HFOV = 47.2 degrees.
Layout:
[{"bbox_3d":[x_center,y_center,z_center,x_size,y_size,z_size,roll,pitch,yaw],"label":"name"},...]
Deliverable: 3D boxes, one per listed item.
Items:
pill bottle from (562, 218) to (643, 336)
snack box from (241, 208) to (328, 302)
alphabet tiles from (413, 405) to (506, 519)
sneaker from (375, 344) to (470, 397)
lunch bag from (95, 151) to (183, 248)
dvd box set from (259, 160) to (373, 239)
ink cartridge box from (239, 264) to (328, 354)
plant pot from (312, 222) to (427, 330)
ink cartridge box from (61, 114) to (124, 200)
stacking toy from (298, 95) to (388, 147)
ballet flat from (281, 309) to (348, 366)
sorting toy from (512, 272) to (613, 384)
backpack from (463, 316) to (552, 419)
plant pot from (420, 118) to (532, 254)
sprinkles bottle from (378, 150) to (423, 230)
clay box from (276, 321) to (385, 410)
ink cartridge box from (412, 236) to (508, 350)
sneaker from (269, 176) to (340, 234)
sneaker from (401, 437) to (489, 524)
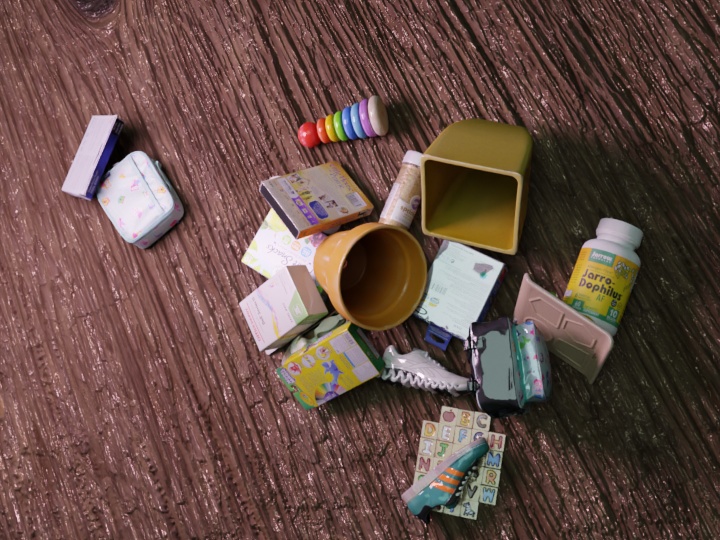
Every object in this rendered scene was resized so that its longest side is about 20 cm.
[{"bbox_3d":[0.453,0.012,1.533,0.112,0.113,0.202,21,85,20],"label":"pill bottle"},{"bbox_3d":[-0.136,-0.029,1.753,0.199,0.053,0.143,30,90,20],"label":"snack box"},{"bbox_3d":[0.191,0.371,1.596,0.165,0.006,0.202,7,81,19],"label":"alphabet tiles"},{"bbox_3d":[0.130,0.197,1.620,0.198,0.075,0.082,10,73,18],"label":"sneaker"},{"bbox_3d":[-0.504,-0.168,1.881,0.160,0.077,0.201,-39,71,6],"label":"lunch bag"},{"bbox_3d":[-0.090,-0.149,1.702,0.147,0.199,0.030,51,140,21],"label":"dvd box set"},{"bbox_3d":[-0.172,0.087,1.693,0.200,0.067,0.118,-37,72,33],"label":"ink cartridge box"},{"bbox_3d":[0.000,0.000,1.619,0.183,0.199,0.202,18,83,58],"label":"plant pot"},{"bbox_3d":[-0.611,-0.262,1.899,0.199,0.040,0.201,15,82,56],"label":"ink cartridge box"},{"bbox_3d":[-0.044,-0.313,1.774,0.198,0.085,0.086,-10,76,19],"label":"stacking toy"},{"bbox_3d":[-0.093,0.139,1.698,0.200,0.067,0.068,-40,69,6],"label":"ballet flat"},{"bbox_3d":[0.369,0.104,1.510,0.200,0.186,0.036,40,70,22],"label":"sorting toy"},{"bbox_3d":[0.273,0.180,1.510,0.149,0.200,0.180,-8,73,11],"label":"backpack"},{"bbox_3d":[0.240,-0.184,1.592,0.192,0.197,0.201,14,47,19],"label":"plant pot"},{"bbox_3d":[0.089,-0.144,1.701,0.068,0.068,0.202,22,86,20],"label":"sprinkles bottle"},{"bbox_3d":[-0.063,0.192,1.643,0.199,0.048,0.115,-30,103,28],"label":"clay box"},{"bbox_3d":[0.187,0.055,1.625,0.136,0.076,0.201,26,86,21],"label":"ink cartridge box"},{"bbox_3d":[-0.132,-0.153,1.762,0.199,0.085,0.073,31,91,21],"label":"sneaker"},{"bbox_3d":[0.175,0.399,1.559,0.200,0.071,0.080,-41,75,11],"label":"sneaker"}]
